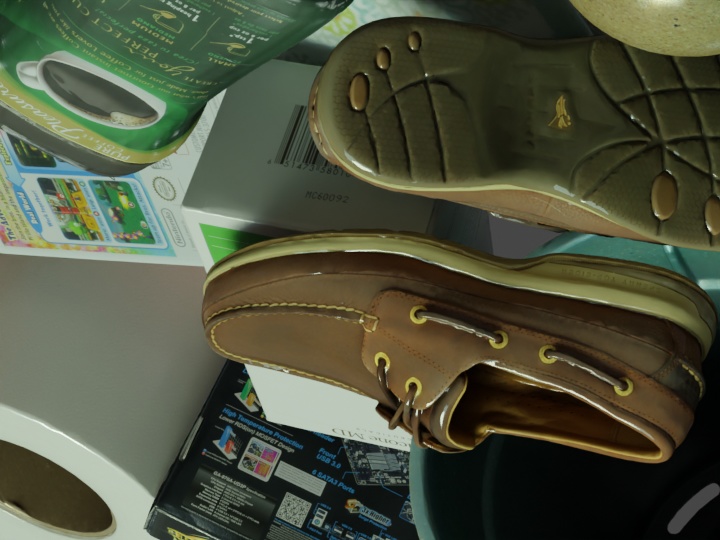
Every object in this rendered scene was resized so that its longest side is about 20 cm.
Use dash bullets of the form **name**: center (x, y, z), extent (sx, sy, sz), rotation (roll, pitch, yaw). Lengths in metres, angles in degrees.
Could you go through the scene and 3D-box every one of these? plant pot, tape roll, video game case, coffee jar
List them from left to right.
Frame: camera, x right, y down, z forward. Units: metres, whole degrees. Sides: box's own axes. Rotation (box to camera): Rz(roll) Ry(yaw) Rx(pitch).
- **tape roll**: center (-0.163, 0.073, 1.050), extent (0.202, 0.139, 0.203), rotation (18, 148, 11)
- **video game case**: center (-0.134, -0.082, 0.872), extent (0.182, 0.024, 0.200), rotation (4, 135, 24)
- **coffee jar**: center (-0.081, -0.107, 0.687), extent (0.104, 0.085, 0.200), rotation (27, 152, -21)
- **plant pot**: center (0.151, 0.104, 0.766), extent (0.200, 0.200, 0.196), rotation (4, 156, 31)

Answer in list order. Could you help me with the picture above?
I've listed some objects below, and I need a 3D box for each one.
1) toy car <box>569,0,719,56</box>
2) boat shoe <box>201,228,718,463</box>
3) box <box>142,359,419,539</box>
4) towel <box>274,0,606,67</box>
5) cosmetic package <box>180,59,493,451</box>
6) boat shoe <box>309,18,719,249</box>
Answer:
- **toy car**: center (0.114, -0.098, 0.588), extent (0.200, 0.164, 0.158), rotation (25, 150, 19)
- **boat shoe**: center (0.030, 0.031, 0.676), extent (0.200, 0.068, 0.072), rotation (5, 151, 15)
- **box**: center (0.007, 0.110, 0.966), extent (0.200, 0.159, 0.046), rotation (26, 151, -1)
- **towel**: center (0.021, -0.116, 0.727), extent (0.171, 0.048, 0.200), rotation (-4, 138, 44)
- **cosmetic package**: center (0.000, 0.000, 0.800), extent (0.107, 0.085, 0.200), rotation (10, 151, 15)
- **boat shoe**: center (0.078, -0.050, 0.665), extent (0.200, 0.072, 0.068), rotation (9, 178, -12)
